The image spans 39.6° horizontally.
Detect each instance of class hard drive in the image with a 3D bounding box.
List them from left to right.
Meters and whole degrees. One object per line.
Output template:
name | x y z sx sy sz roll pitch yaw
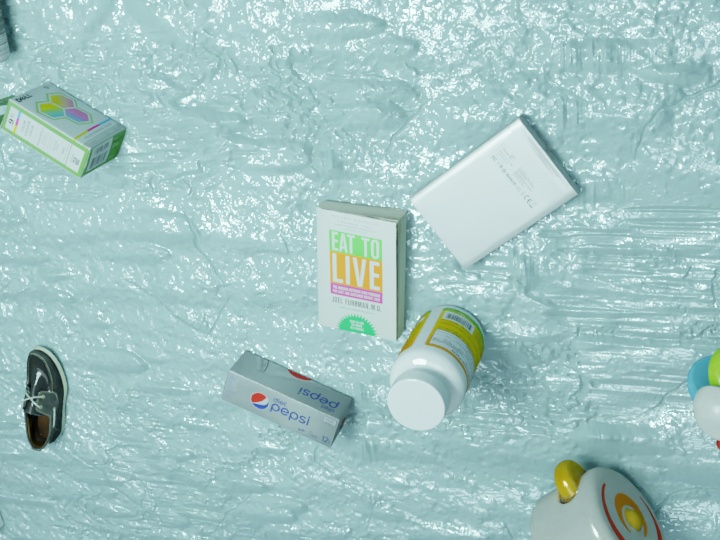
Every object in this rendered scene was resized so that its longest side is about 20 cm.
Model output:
hard drive | 0.184 -0.105 1.387 0.200 0.026 0.132 -35 99 30

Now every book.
book | 0.000 0.000 1.499 0.133 0.048 0.201 10 119 20

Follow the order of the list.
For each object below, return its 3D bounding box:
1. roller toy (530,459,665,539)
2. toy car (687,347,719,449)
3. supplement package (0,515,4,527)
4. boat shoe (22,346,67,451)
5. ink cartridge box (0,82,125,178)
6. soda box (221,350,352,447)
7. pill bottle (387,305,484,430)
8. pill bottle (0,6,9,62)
roller toy | 0.356 0.390 1.475 0.182 0.201 0.140 25 129 -35
toy car | 0.521 0.186 1.347 0.200 0.175 0.150 50 157 -8
supplement package | -0.824 0.447 1.972 0.155 0.111 0.201 1 114 19
boat shoe | -0.576 0.233 1.806 0.072 0.068 0.201 13 117 16
ink cartridge box | -0.473 -0.229 1.523 0.200 0.104 0.059 31 121 4
soda box | -0.119 0.208 1.624 0.199 0.068 0.064 23 121 9
pill bottle | 0.106 0.141 1.433 0.111 0.200 0.112 8 117 16
pill bottle | -0.593 -0.407 1.475 0.113 0.114 0.201 6 116 17
